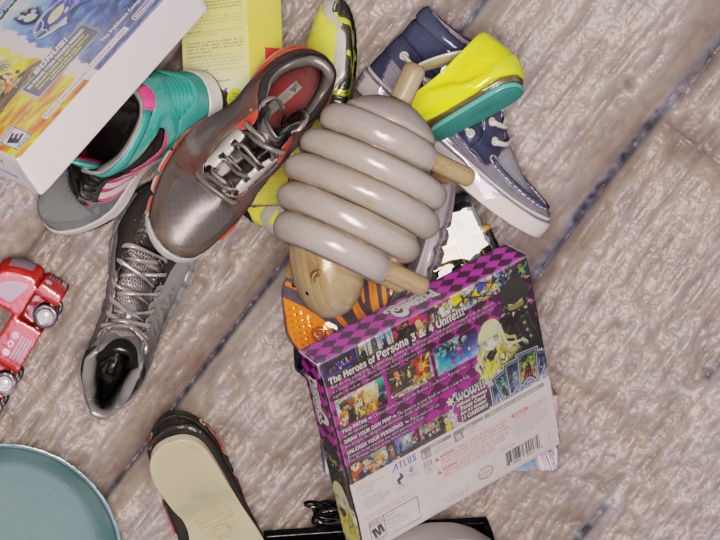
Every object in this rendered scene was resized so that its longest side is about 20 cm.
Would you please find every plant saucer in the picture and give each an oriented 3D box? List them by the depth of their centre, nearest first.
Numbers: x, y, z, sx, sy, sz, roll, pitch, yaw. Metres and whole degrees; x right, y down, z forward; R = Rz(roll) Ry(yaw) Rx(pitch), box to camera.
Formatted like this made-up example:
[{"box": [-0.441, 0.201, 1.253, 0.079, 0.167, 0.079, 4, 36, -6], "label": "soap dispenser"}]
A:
[{"box": [-0.299, 0.239, 1.713, 0.198, 0.036, 0.202, -1, 100, -3], "label": "plant saucer"}]

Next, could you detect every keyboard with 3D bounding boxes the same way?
[{"box": [0.017, 0.229, 1.735, 0.198, 0.040, 0.105, -3, 124, -3], "label": "keyboard"}]

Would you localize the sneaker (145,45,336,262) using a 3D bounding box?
[{"box": [-0.090, -0.094, 1.527, 0.077, 0.082, 0.201, 38, 81, -11], "label": "sneaker"}]

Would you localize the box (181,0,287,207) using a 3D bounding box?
[{"box": [-0.101, -0.151, 1.610, 0.075, 0.050, 0.202, -3, 89, 36], "label": "box"}]

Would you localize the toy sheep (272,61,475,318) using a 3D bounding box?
[{"box": [0.006, -0.060, 1.510, 0.137, 0.138, 0.201, 23, 84, -7], "label": "toy sheep"}]

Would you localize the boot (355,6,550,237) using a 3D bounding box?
[{"box": [0.097, -0.120, 1.645, 0.200, 0.073, 0.090, 40, 102, -8], "label": "boot"}]

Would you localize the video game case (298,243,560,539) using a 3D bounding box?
[{"box": [0.058, 0.100, 1.576, 0.199, 0.036, 0.182, -27, 122, -23], "label": "video game case"}]

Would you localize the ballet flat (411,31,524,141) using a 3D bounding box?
[{"box": [0.037, -0.120, 1.597, 0.199, 0.067, 0.067, -33, 72, 12], "label": "ballet flat"}]

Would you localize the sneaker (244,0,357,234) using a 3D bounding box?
[{"box": [-0.049, -0.124, 1.639, 0.076, 0.075, 0.202, 12, 94, 5], "label": "sneaker"}]

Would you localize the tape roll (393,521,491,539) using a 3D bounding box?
[{"box": [0.052, 0.308, 1.698, 0.201, 0.037, 0.204, -12, 117, -26], "label": "tape roll"}]

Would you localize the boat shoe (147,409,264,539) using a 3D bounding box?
[{"box": [-0.124, 0.209, 1.701, 0.073, 0.063, 0.202, -19, 116, 3], "label": "boat shoe"}]

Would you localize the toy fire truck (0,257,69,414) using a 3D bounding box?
[{"box": [-0.346, 0.063, 1.671, 0.140, 0.049, 0.201, 31, 98, -7], "label": "toy fire truck"}]

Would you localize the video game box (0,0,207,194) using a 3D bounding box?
[{"box": [-0.243, -0.164, 1.540, 0.200, 0.181, 0.047, -51, 135, -20], "label": "video game box"}]

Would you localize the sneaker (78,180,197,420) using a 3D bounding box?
[{"box": [-0.180, 0.031, 1.639, 0.074, 0.116, 0.201, 15, 100, -5], "label": "sneaker"}]

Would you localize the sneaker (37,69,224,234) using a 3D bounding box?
[{"box": [-0.211, -0.091, 1.583, 0.200, 0.120, 0.084, -37, 71, 28], "label": "sneaker"}]

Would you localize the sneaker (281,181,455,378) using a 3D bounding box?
[{"box": [0.000, 0.000, 1.600, 0.111, 0.078, 0.201, 20, 85, 9], "label": "sneaker"}]

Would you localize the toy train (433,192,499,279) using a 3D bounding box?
[{"box": [0.036, 0.018, 1.670, 0.199, 0.085, 0.115, -24, 89, 4], "label": "toy train"}]

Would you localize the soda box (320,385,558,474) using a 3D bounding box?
[{"box": [0.065, 0.130, 1.697, 0.198, 0.064, 0.069, -1, 101, -2], "label": "soda box"}]
